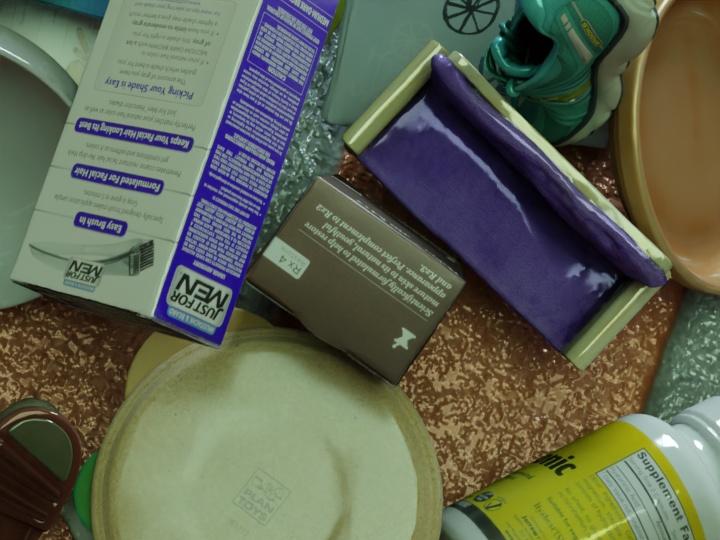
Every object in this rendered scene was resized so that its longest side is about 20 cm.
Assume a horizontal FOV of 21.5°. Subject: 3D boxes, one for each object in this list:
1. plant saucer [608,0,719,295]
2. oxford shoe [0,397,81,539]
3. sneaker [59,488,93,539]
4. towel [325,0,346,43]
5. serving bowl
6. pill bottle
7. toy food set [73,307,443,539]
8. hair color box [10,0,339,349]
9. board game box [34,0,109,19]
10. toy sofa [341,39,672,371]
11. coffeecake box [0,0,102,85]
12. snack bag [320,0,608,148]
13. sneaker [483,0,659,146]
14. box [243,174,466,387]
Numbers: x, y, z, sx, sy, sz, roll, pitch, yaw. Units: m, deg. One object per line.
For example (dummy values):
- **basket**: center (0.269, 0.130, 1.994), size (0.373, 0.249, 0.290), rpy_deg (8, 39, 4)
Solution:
- **plant saucer**: center (0.214, -0.085, 1.191), size (0.200, 0.037, 0.201), rpy_deg (2, 87, -47)
- **oxford shoe**: center (-0.221, 0.161, 1.064), size (0.070, 0.075, 0.200), rpy_deg (36, 89, -17)
- **sneaker**: center (-0.091, 0.097, 1.105), size (0.200, 0.075, 0.087), rpy_deg (-37, 79, -19)
- **towel**: center (-0.027, -0.155, 1.180), size (0.018, 0.086, 0.200), rpy_deg (33, 70, 2)
- **serving bowl**: center (-0.236, -0.070, 1.073), size (0.199, 0.201, 0.066), rpy_deg (12, 39, -8)
- **pill bottle**: center (0.146, 0.152, 1.117), size (0.199, 0.111, 0.112), rpy_deg (-24, 81, -18)
- **toy food set**: center (-0.055, 0.128, 1.038), size (0.199, 0.049, 0.199), rpy_deg (21, 75, 4)
- **hair color box**: center (-0.097, -0.070, 0.997), size (0.109, 0.065, 0.201), rpy_deg (13, 79, 38)
- **board game box**: center (-0.113, -0.212, 1.066), size (0.199, 0.045, 0.153), rpy_deg (15, 117, -4)
- **toy sofa**: center (0.086, -0.038, 1.125), size (0.200, 0.098, 0.083), rpy_deg (44, 91, -5)
- **coffeecake box**: center (-0.176, -0.152, 1.153), size (0.199, 0.073, 0.154), rpy_deg (13, 71, -8)
- **snack bag**: center (0.080, -0.158, 1.165), size (0.199, 0.189, 0.021), rpy_deg (2, 38, -12)
- **sneaker**: center (0.107, -0.128, 1.093), size (0.079, 0.200, 0.078), rpy_deg (-17, 72, -10)
- **box**: center (0.000, 0.000, 1.077), size (0.100, 0.200, 0.075), rpy_deg (36, 95, -1)
